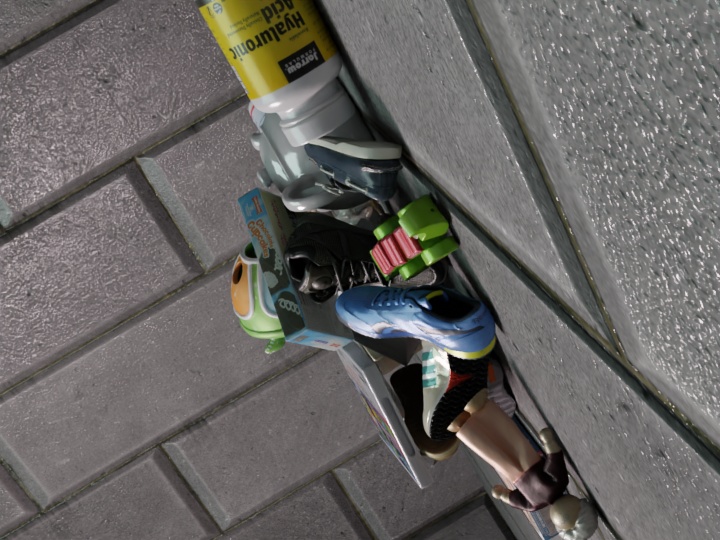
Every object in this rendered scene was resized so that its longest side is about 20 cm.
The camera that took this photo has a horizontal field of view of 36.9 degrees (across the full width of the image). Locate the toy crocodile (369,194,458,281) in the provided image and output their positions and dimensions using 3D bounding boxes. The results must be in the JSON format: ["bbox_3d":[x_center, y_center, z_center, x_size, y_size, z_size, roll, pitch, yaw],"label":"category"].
[{"bbox_3d":[0.048,-0.028,1.150,0.068,0.062,0.200,60,159,3],"label":"toy crocodile"}]

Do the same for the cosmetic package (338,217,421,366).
[{"bbox_3d":[0.032,0.032,1.434,0.113,0.081,0.200,26,152,15],"label":"cosmetic package"}]

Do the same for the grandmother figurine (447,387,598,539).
[{"bbox_3d":[0.190,0.232,1.240,0.200,0.061,0.121,44,137,14],"label":"grandmother figurine"}]

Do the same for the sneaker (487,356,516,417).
[{"bbox_3d":[0.147,0.135,1.426,0.200,0.077,0.112,80,167,-50],"label":"sneaker"}]

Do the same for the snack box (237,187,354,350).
[{"bbox_3d":[-0.081,-0.001,1.360,0.116,0.037,0.201,19,-134,-59],"label":"snack box"}]

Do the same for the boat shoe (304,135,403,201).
[{"bbox_3d":[-0.011,-0.113,1.182,0.200,0.075,0.062,20,110,60],"label":"boat shoe"}]

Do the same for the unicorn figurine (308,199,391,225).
[{"bbox_3d":[-0.010,-0.083,1.571,0.074,0.137,0.200,69,-162,8],"label":"unicorn figurine"}]

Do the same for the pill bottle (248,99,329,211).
[{"bbox_3d":[-0.079,-0.192,1.627,0.200,0.108,0.109,59,178,17],"label":"pill bottle"}]

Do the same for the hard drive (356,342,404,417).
[{"bbox_3d":[0.005,0.138,1.595,0.200,0.027,0.132,55,177,10],"label":"hard drive"}]

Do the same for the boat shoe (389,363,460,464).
[{"bbox_3d":[0.093,0.195,1.432,0.200,0.073,0.063,-111,0,-63],"label":"boat shoe"}]

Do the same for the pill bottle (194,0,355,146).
[{"bbox_3d":[-0.087,-0.239,1.157,0.200,0.111,0.111,60,178,-18],"label":"pill bottle"}]

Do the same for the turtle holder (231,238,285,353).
[{"bbox_3d":[-0.089,0.014,1.480,0.141,0.185,0.132,-83,-22,-58],"label":"turtle holder"}]

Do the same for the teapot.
[{"bbox_3d":[-0.064,-0.149,1.375,0.198,0.146,0.200,59,177,14],"label":"teapot"}]

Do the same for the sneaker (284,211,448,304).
[{"bbox_3d":[0.000,0.000,1.280,0.114,0.199,0.076,-62,-17,-46],"label":"sneaker"}]

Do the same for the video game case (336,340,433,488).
[{"bbox_3d":[0.023,0.174,1.424,0.183,0.023,0.200,64,172,-17],"label":"video game case"}]

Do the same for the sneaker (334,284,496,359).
[{"bbox_3d":[0.056,0.038,1.193,0.199,0.066,0.079,13,143,29],"label":"sneaker"}]

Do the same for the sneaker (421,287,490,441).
[{"bbox_3d":[0.108,0.111,1.302,0.094,0.070,0.200,-116,25,-51],"label":"sneaker"}]

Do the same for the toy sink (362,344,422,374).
[{"bbox_3d":[0.018,0.036,1.614,0.200,0.112,0.130,54,177,17],"label":"toy sink"}]

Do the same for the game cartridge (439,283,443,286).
[{"bbox_3d":[0.098,0.030,1.549,0.200,0.038,0.130,62,-179,-41],"label":"game cartridge"}]

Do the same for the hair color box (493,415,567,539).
[{"bbox_3d":[0.222,0.271,1.501,0.100,0.060,0.200,61,177,-29],"label":"hair color box"}]
